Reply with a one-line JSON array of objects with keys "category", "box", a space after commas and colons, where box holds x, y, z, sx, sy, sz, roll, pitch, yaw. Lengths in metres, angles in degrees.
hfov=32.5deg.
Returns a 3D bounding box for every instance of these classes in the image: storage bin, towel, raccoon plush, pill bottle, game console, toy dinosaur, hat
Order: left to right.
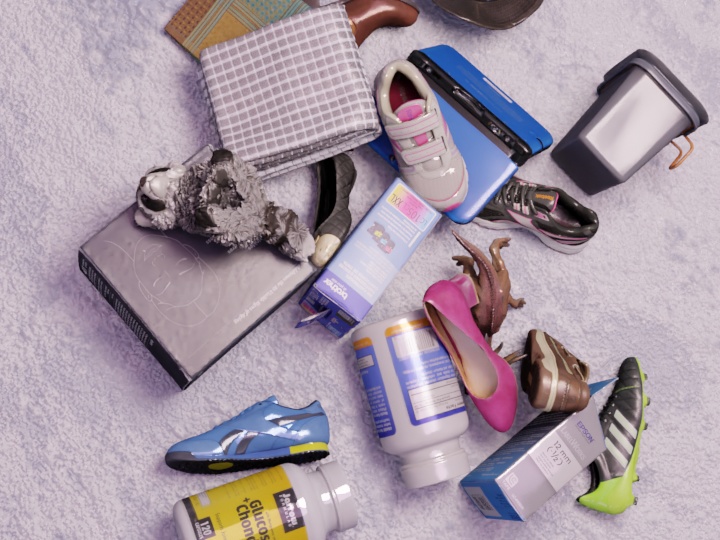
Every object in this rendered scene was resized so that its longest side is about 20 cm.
[{"category": "raccoon plush", "box": [-0.163, -0.052, 1.379, 0.200, 0.133, 0.097, 48, 53, -34]}, {"category": "towel", "box": [-0.128, -0.289, 1.537, 0.200, 0.022, 0.147, 42, 90, 8]}, {"category": "pill bottle", "box": [-0.108, 0.289, 1.421, 0.198, 0.112, 0.113, -17, 84, -15]}, {"category": "towel", "box": [-0.088, -0.210, 1.473, 0.198, 0.086, 0.167, -18, 83, 4]}, {"category": "pill bottle", "box": [0.066, 0.155, 1.486, 0.111, 0.112, 0.202, -15, 84, -15]}, {"category": "game console", "box": [0.119, -0.176, 1.565, 0.200, 0.170, 0.119, 43, 118, 10]}, {"category": "hat", "box": [0.145, -0.391, 1.620, 0.198, 0.081, 0.203, 4, 71, -13]}, {"category": "toy dinosaur", "box": [0.156, 0.046, 1.508, 0.085, 0.201, 0.136, -6, 39, 10]}, {"category": "storage bin", "box": [0.336, -0.168, 1.571, 0.134, 0.200, 0.146, -45, 92, -5]}]

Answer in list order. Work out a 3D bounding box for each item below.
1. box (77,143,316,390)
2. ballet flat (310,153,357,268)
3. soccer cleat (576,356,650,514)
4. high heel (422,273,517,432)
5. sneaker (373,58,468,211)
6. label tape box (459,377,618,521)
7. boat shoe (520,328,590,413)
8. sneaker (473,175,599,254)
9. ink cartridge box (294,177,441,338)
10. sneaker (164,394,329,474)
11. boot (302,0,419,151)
[{"category": "box", "box": [-0.193, -0.002, 1.449, 0.200, 0.124, 0.197, -41, 89, -17]}, {"category": "ballet flat", "box": [-0.043, -0.075, 1.490, 0.057, 0.066, 0.201, 33, 35, -22]}, {"category": "soccer cleat", "box": [0.318, 0.205, 1.560, 0.080, 0.068, 0.202, 9, 78, 2]}, {"category": "high heel", "box": [0.125, 0.106, 1.442, 0.096, 0.067, 0.202, -27, 106, -54]}, {"category": "sneaker", "box": [0.065, -0.164, 1.472, 0.081, 0.088, 0.201, -27, 81, 5]}, {"category": "label tape box", "box": [0.229, 0.217, 1.494, 0.199, 0.143, 0.066, -35, 89, -16]}, {"category": "boat shoe", "box": [0.238, 0.127, 1.488, 0.074, 0.202, 0.075, 10, 106, 0]}, {"category": "sneaker", "box": [0.218, -0.089, 1.576, 0.198, 0.086, 0.081, 16, 75, -9]}, {"category": "ink cartridge box", "box": [0.000, 0.000, 1.485, 0.076, 0.136, 0.201, 37, 74, -2]}, {"category": "sneaker", "box": [-0.135, 0.194, 1.462, 0.198, 0.066, 0.079, -5, 70, -14]}, {"category": "boot", "box": [-0.016, -0.253, 1.563, 0.186, 0.068, 0.202, 1, 81, -13]}]
